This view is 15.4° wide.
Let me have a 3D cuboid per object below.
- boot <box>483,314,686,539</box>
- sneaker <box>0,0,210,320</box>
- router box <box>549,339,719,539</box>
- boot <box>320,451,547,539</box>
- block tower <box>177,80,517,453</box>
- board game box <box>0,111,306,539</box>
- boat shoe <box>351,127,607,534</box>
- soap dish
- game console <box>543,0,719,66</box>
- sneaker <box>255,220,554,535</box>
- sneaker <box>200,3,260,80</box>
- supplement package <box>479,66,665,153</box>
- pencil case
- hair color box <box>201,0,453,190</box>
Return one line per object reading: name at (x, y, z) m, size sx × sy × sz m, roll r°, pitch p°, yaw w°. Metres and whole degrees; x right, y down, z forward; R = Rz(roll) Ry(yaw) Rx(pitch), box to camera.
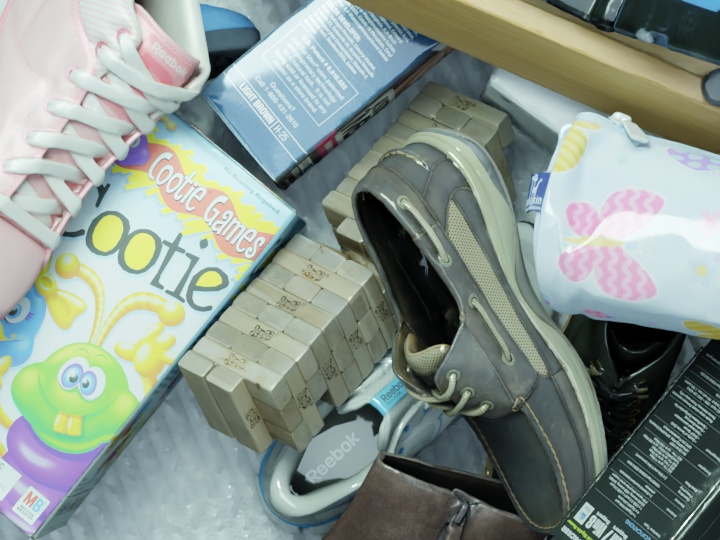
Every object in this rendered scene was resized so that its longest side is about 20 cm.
boot at (0.110, 0.073, 1.293) m, size 0.077 × 0.138 × 0.201 m, roll 17°, pitch 90°, yaw 2°
sneaker at (-0.134, -0.069, 1.224) m, size 0.104 × 0.075 × 0.201 m, roll 0°, pitch 63°, yaw 37°
router box at (0.197, 0.125, 1.270) m, size 0.150 × 0.200 × 0.062 m, roll -51°, pitch 45°, yaw -1°
boot at (-0.020, 0.152, 1.300) m, size 0.199 × 0.072 × 0.167 m, roll 16°, pitch 118°, yaw -12°
block tower at (0.000, 0.000, 1.298) m, size 0.054 × 0.058 × 0.200 m, roll 26°, pitch 64°, yaw 33°
board game box at (-0.130, 0.020, 1.315) m, size 0.103 × 0.105 × 0.200 m, roll 39°, pitch 89°, yaw 2°
boat shoe at (0.048, 0.036, 1.242) m, size 0.073 × 0.074 × 0.201 m, roll -25°, pitch 92°, yaw -33°
soap dish at (0.111, -0.158, 1.202) m, size 0.199 × 0.081 × 0.158 m, roll 23°, pitch 91°, yaw -1°
game console at (0.125, -0.204, 1.102) m, size 0.170 × 0.118 × 0.201 m, roll 26°, pitch 90°, yaw -1°
sneaker at (0.027, 0.056, 1.322) m, size 0.075 × 0.087 × 0.200 m, roll 42°, pitch 89°, yaw 3°
sneaker at (-0.150, -0.128, 1.335) m, size 0.199 × 0.066 × 0.079 m, roll -4°, pitch 78°, yaw 5°
supplement package at (0.163, -0.134, 1.304) m, size 0.121 × 0.120 × 0.200 m, roll 36°, pitch 90°, yaw -1°
pencil case at (0.175, -0.012, 1.172) m, size 0.199 × 0.083 × 0.091 m, roll 11°, pitch 73°, yaw 16°
hair color box at (0.018, -0.126, 1.317) m, size 0.200 × 0.100 × 0.061 m, roll -40°, pitch 89°, yaw 0°
